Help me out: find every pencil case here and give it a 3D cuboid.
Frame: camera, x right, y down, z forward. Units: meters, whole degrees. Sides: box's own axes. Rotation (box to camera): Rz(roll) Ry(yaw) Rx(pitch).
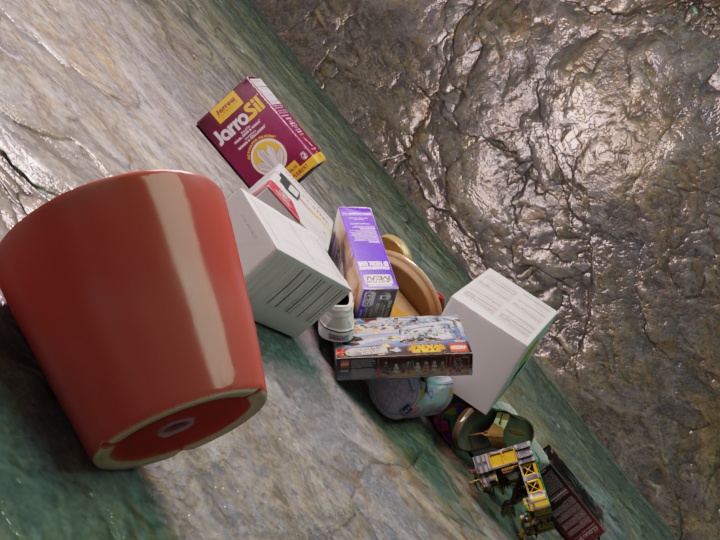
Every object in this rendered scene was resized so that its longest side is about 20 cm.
[{"bbox_3d":[0.084,0.187,1.535,0.083,0.091,0.200,54,11,18],"label":"pencil case"},{"bbox_3d":[0.161,0.227,1.745,0.088,0.088,0.200,47,10,-17],"label":"pencil case"}]

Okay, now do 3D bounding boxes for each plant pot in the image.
[{"bbox_3d":[-0.170,0.047,0.770,0.178,0.200,0.200,66,16,19],"label":"plant pot"}]

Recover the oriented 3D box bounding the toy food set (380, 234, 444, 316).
[{"bbox_3d":[0.076,0.042,1.826,0.200,0.198,0.049,42,53,15],"label":"toy food set"}]

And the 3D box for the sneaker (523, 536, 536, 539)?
[{"bbox_3d":[0.266,0.466,1.428,0.104,0.060,0.200,36,15,-38],"label":"sneaker"}]

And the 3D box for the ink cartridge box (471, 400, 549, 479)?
[{"bbox_3d":[0.264,0.321,1.833,0.146,0.085,0.200,56,14,25],"label":"ink cartridge box"}]

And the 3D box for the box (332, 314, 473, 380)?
[{"bbox_3d":[0.059,0.114,1.456,0.137,0.199,0.040,-99,-172,-69],"label":"box"}]

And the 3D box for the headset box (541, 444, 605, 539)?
[{"bbox_3d":[0.418,0.469,1.986,0.200,0.077,0.149,50,11,7],"label":"headset box"}]

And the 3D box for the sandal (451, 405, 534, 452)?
[{"bbox_3d":[0.234,0.276,1.648,0.199,0.082,0.054,17,-7,-38],"label":"sandal"}]

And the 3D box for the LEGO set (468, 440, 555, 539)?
[{"bbox_3d":[0.246,0.371,1.611,0.200,0.115,0.154,58,16,-71],"label":"LEGO set"}]

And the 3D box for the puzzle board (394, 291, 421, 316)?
[{"bbox_3d":[0.073,0.121,1.726,0.200,0.017,0.151,49,41,5],"label":"puzzle board"}]

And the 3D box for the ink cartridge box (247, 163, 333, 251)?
[{"bbox_3d":[-0.124,-0.084,1.610,0.146,0.083,0.200,47,12,-12],"label":"ink cartridge box"}]

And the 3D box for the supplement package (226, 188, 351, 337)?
[{"bbox_3d":[-0.120,-0.004,1.292,0.114,0.109,0.200,57,13,30],"label":"supplement package"}]

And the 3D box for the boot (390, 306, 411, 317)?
[{"bbox_3d":[0.053,0.074,1.685,0.144,0.071,0.201,51,39,13],"label":"boot"}]

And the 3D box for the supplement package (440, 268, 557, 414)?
[{"bbox_3d":[0.219,0.118,1.682,0.150,0.152,0.200,34,25,14],"label":"supplement package"}]

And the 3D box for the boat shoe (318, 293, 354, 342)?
[{"bbox_3d":[-0.045,0.039,1.493,0.072,0.066,0.200,5,21,-7],"label":"boat shoe"}]

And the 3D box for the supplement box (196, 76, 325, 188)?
[{"bbox_3d":[-0.176,-0.234,1.767,0.200,0.131,0.103,49,11,-4],"label":"supplement box"}]

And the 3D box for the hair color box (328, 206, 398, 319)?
[{"bbox_3d":[0.000,0.000,1.601,0.065,0.110,0.200,-1,43,-18],"label":"hair color box"}]
